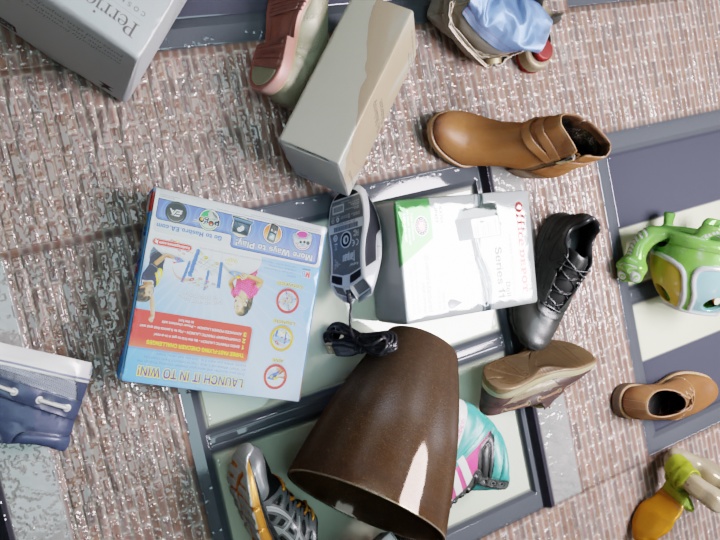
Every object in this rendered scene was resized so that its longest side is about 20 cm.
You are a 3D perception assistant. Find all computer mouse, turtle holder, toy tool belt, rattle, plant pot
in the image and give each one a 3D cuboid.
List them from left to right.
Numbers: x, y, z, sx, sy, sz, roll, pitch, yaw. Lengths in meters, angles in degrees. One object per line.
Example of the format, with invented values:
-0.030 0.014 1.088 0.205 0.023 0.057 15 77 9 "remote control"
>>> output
0.000 0.000 0.827 0.043 0.109 0.205 9 77 -41 "computer mouse"
0.038 0.173 0.804 0.185 0.186 0.203 33 62 -20 "plant pot"
0.193 -0.323 0.899 0.197 0.122 0.127 22 80 -23 "toy tool belt"
0.482 -0.007 1.022 0.183 0.140 0.135 -1 106 -33 "turtle holder"
0.515 0.352 1.069 0.198 0.129 0.146 12 95 -50 "rattle"

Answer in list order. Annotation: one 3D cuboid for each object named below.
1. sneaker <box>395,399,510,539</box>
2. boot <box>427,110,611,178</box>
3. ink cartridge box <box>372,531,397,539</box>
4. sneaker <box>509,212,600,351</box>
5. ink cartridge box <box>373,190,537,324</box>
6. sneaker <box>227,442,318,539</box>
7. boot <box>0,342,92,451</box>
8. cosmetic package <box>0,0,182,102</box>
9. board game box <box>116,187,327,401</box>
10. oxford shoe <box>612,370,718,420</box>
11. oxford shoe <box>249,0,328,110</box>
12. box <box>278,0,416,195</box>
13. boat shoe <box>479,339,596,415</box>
0.123 0.269 0.884 0.119 0.083 0.203 23 89 -23 "sneaker"
0.196 -0.163 0.880 0.197 0.155 0.078 20 81 -23 "boot"
-0.029 0.361 0.748 0.199 0.177 0.045 -37 77 -16 "ink cartridge box"
0.262 0.010 0.943 0.075 0.091 0.204 22 80 -15 "sneaker"
0.117 -0.020 0.881 0.196 0.083 0.150 -8 93 -25 "ink cartridge box"
-0.089 0.277 0.788 0.076 0.078 0.203 -25 110 -22 "sneaker"
-0.362 0.110 0.661 0.197 0.072 0.092 18 76 -24 "boot"
-0.243 -0.305 0.674 0.163 0.164 0.203 30 77 -20 "cosmetic package"
-0.149 0.031 0.772 0.196 0.056 0.200 12 84 -24 "board game box"
0.474 0.194 1.051 0.196 0.071 0.073 -5 90 -26 "oxford shoe"
-0.068 -0.283 0.821 0.073 0.070 0.204 30 75 -47 "oxford shoe"
-0.011 -0.201 0.808 0.077 0.095 0.203 22 79 12 "box"
0.237 0.150 0.951 0.197 0.072 0.073 -13 125 -35 "boat shoe"
